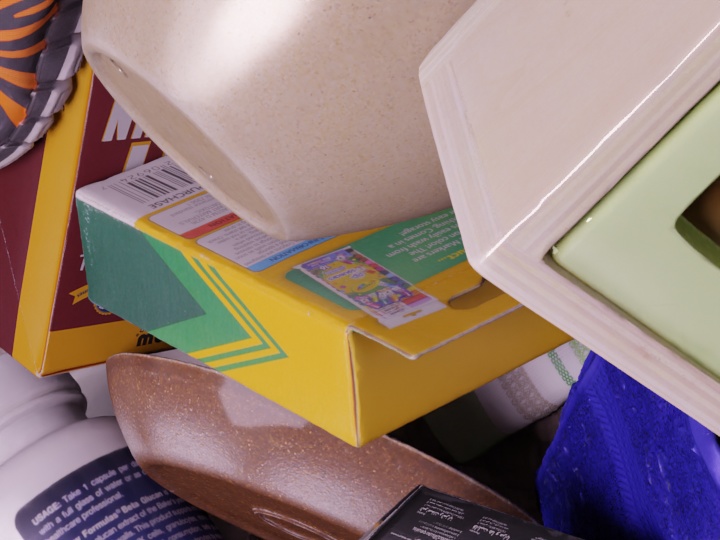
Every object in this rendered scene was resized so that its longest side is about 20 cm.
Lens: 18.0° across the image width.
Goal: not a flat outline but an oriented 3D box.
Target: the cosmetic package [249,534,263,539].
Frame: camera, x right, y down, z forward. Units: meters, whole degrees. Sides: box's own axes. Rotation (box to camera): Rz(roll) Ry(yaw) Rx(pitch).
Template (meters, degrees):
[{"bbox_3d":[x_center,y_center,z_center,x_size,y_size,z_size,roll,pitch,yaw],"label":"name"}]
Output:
[{"bbox_3d":[-0.015,0.206,1.060,0.200,0.071,0.106,31,128,40],"label":"cosmetic package"}]

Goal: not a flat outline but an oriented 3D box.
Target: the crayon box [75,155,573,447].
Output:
[{"bbox_3d":[0.000,0.000,0.856,0.199,0.125,0.052,24,128,45],"label":"crayon box"}]

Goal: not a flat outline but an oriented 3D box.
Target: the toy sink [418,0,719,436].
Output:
[{"bbox_3d":[0.133,-0.062,0.615,0.200,0.130,0.112,-45,30,21],"label":"toy sink"}]

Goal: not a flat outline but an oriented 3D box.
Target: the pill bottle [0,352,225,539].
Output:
[{"bbox_3d":[-0.114,0.135,0.994,0.200,0.111,0.111,53,140,16],"label":"pill bottle"}]

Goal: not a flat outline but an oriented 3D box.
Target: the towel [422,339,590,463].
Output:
[{"bbox_3d":[0.053,-0.018,0.904,0.150,0.031,0.200,62,143,11],"label":"towel"}]

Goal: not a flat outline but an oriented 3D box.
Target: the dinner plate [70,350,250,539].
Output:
[{"bbox_3d":[-0.128,0.109,1.103,0.199,0.024,0.202,-20,58,35],"label":"dinner plate"}]

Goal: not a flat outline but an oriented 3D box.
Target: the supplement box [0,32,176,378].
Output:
[{"bbox_3d":[-0.127,-0.093,0.984,0.200,0.132,0.199,33,120,39],"label":"supplement box"}]

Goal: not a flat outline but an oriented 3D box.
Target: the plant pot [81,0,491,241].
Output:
[{"bbox_3d":[-0.012,-0.089,0.739,0.200,0.135,0.200,41,170,8],"label":"plant pot"}]

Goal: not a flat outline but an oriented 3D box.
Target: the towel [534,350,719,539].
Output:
[{"bbox_3d":[0.105,0.077,0.794,0.201,0.049,0.148,99,165,-52],"label":"towel"}]

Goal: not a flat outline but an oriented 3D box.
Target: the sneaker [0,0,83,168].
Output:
[{"bbox_3d":[-0.152,-0.108,0.828,0.078,0.112,0.200,54,131,24],"label":"sneaker"}]

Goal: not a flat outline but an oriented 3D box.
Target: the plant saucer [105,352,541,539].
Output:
[{"bbox_3d":[-0.019,0.092,0.930,0.200,0.200,0.037,6,69,50],"label":"plant saucer"}]

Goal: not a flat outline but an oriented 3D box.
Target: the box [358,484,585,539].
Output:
[{"bbox_3d":[0.097,0.169,0.766,0.199,0.049,0.160,15,136,45],"label":"box"}]
